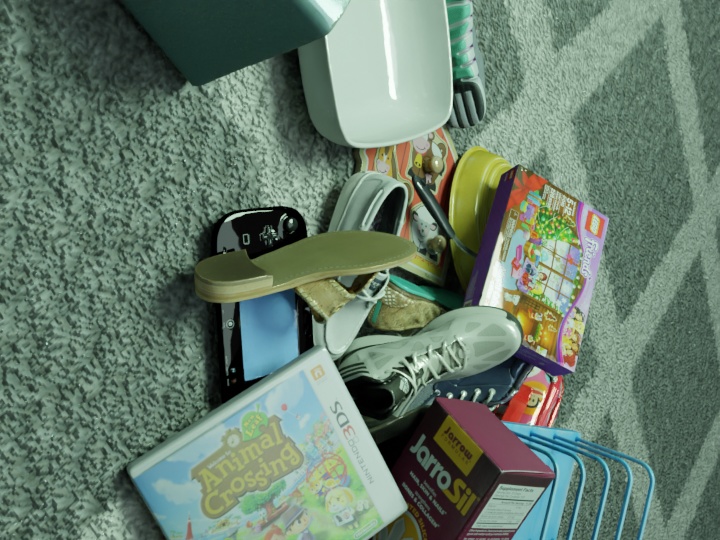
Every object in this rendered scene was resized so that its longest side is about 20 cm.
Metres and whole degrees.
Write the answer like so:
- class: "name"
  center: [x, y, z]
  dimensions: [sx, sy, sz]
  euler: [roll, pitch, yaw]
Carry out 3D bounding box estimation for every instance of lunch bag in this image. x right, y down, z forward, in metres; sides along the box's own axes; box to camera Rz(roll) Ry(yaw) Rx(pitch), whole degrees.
- class: "lunch bag"
  center: [0.187, 0.213, 1.026]
  dimensions: [0.201, 0.081, 0.176]
  euler: [-62, 161, -21]

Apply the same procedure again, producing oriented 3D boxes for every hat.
- class: "hat"
  center: [0.020, 0.197, 0.868]
  dimensions: [0.200, 0.081, 0.202]
  euler: [-20, 131, -24]

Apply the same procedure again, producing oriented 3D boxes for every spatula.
- class: "spatula"
  center: [0.118, -0.030, 0.930]
  dimensions: [0.200, 0.020, 0.057]
  euler: [48, 29, -18]

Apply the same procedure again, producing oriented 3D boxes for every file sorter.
- class: "file sorter"
  center: [0.205, 0.248, 0.882]
  dimensions: [0.199, 0.122, 0.140]
  euler: [15, 88, -40]

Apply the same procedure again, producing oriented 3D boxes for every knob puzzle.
- class: "knob puzzle"
  center: [0.067, -0.101, 0.939]
  dimensions: [0.219, 0.030, 0.222]
  euler: [0, 91, -46]

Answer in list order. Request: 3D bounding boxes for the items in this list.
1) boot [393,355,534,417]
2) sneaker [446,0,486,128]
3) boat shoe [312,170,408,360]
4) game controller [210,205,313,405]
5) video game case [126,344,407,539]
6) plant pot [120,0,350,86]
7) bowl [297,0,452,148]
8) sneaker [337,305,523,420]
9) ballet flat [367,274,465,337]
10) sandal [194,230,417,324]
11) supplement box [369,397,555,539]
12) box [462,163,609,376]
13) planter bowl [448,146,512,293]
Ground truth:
- class: "boot"
  center: [0.116, 0.134, 0.933]
  dimensions: [0.200, 0.090, 0.073]
  euler: [-48, 153, -7]
- class: "sneaker"
  center: [0.105, -0.272, 0.964]
  dimensions: [0.088, 0.074, 0.201]
  euler: [-59, 140, -59]
- class: "boat shoe"
  center: [0.000, 0.000, 0.833]
  dimensions: [0.072, 0.068, 0.201]
  euler: [24, 86, -40]
- class: "game controller"
  center: [-0.090, 0.042, 0.769]
  dimensions: [0.104, 0.042, 0.202]
  euler: [-12, 102, -48]
- class: "video game case"
  center: [-0.075, 0.195, 0.732]
  dimensions: [0.199, 0.022, 0.183]
  euler: [-31, 103, -19]
- class: "plant pot"
  center: [-0.106, -0.293, 0.618]
  dimensions: [0.200, 0.196, 0.197]
  euler: [41, 63, -32]
- class: "bowl"
  center: [0.008, -0.228, 0.833]
  dimensions: [0.199, 0.074, 0.202]
  euler: [-22, 109, -46]
- class: "sneaker"
  center: [0.066, 0.103, 0.816]
  dimensions: [0.115, 0.199, 0.076]
  euler: [-71, 143, -66]
- class: "ballet flat"
  center: [0.069, 0.050, 0.945]
  dimensions: [0.199, 0.070, 0.066]
  euler: [17, 105, -52]
- class: "sandal"
  center: [-0.049, 0.016, 0.748]
  dimensions: [0.210, 0.078, 0.070]
  euler: [-10, 121, -28]
- class: "supplement box"
  center: [0.081, 0.239, 0.806]
  dimensions: [0.085, 0.110, 0.201]
  euler: [15, 110, -41]
- class: "box"
  center: [0.198, -0.001, 0.922]
  dimensions: [0.136, 0.039, 0.201]
  euler: [27, 66, -18]
- class: "planter bowl"
  center: [0.188, -0.057, 1.023]
  dimensions: [0.200, 0.083, 0.202]
  euler: [2, 87, -60]
